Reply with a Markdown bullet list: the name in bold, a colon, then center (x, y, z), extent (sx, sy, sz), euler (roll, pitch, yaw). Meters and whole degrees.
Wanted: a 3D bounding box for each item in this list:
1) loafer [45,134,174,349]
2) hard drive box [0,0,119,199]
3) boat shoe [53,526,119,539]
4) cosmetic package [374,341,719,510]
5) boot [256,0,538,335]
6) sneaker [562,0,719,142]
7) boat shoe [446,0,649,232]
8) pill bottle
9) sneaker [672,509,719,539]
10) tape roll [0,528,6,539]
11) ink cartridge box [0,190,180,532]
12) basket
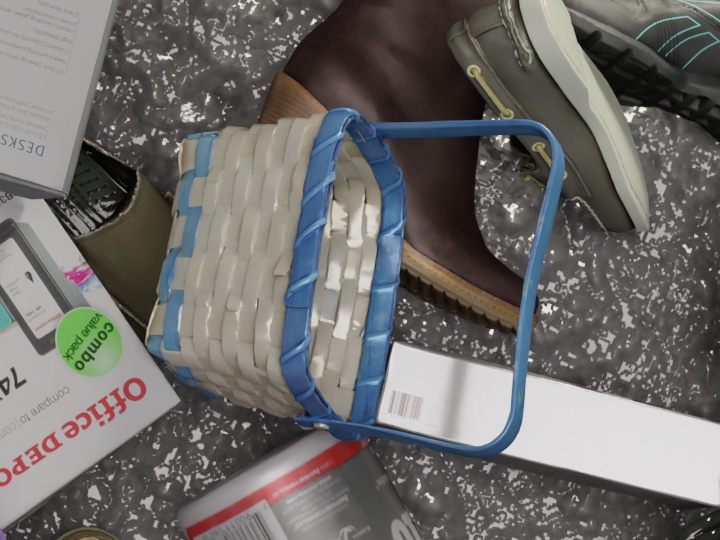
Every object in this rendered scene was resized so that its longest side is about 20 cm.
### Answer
- **loafer**: center (-0.132, -0.016, 1.626), extent (0.200, 0.070, 0.075), euler (38, 83, -2)
- **hard drive box**: center (-0.202, -0.152, 1.471), extent (0.155, 0.077, 0.201), euler (17, 84, -21)
- **boat shoe**: center (-0.115, 0.232, 1.605), extent (0.071, 0.076, 0.201), euler (-27, 89, -7)
- **cosmetic package**: center (0.104, 0.087, 1.639), extent (0.199, 0.083, 0.051), euler (14, 82, -5)
- **boot**: center (0.050, -0.076, 1.649), extent (0.200, 0.072, 0.167), euler (34, 82, -4)
- **sneaker**: center (0.181, -0.128, 1.673), extent (0.199, 0.075, 0.080), euler (22, 71, -16)
- **boat shoe**: center (0.108, -0.083, 1.618), extent (0.060, 0.202, 0.072), euler (-19, 51, 14)
- **pill bottle**: center (-0.005, 0.190, 1.602), extent (0.114, 0.114, 0.201), euler (-30, 90, -8)
- **sneaker**: center (0.240, 0.181, 1.627), extent (0.071, 0.200, 0.099), euler (-50, 52, 16)
- **tape roll**: center (-0.255, 0.138, 1.477), extent (0.066, 0.200, 0.200), euler (-36, 90, -33)
- **ink cartridge box**: center (-0.227, 0.043, 1.552), extent (0.147, 0.146, 0.200), euler (-36, 91, -33)
- **basket**: center (0.000, 0.000, 1.532), extent (0.199, 0.139, 0.177), euler (5, 73, 24)
